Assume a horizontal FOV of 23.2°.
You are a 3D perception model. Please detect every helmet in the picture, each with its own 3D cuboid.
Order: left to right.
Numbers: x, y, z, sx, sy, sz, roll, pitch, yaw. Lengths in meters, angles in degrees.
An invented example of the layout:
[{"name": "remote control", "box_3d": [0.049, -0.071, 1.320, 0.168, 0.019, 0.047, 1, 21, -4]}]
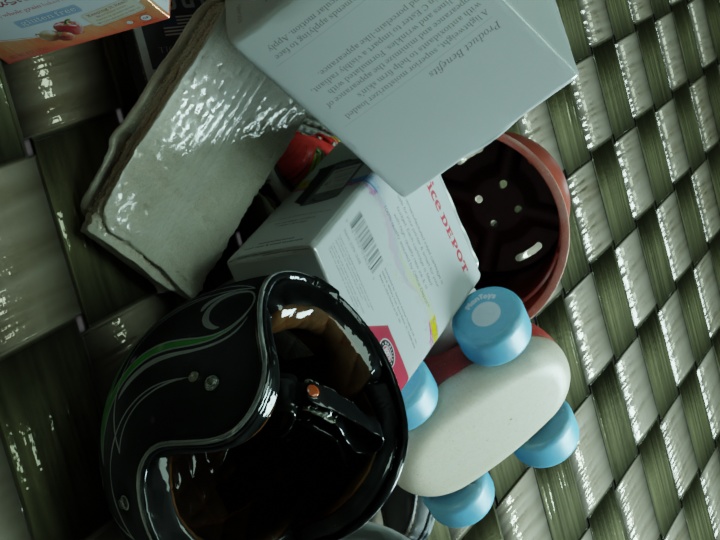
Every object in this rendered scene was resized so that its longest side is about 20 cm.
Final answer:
[{"name": "helmet", "box_3d": [-0.083, 0.112, 1.184, 0.200, 0.190, 0.201, 39, 30, -28]}]

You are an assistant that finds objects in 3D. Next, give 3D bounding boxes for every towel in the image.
[{"name": "towel", "box_3d": [-0.117, -0.086, 1.274, 0.201, 0.034, 0.132, -58, 140, -9]}]

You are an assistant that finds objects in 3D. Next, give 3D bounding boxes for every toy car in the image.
[{"name": "toy car", "box_3d": [0.063, 0.077, 1.493, 0.200, 0.176, 0.185, 51, -6, 45]}]

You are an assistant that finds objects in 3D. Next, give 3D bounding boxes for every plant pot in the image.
[{"name": "plant pot", "box_3d": [0.117, -0.052, 1.690, 0.195, 0.199, 0.202, -36, 112, -71]}]

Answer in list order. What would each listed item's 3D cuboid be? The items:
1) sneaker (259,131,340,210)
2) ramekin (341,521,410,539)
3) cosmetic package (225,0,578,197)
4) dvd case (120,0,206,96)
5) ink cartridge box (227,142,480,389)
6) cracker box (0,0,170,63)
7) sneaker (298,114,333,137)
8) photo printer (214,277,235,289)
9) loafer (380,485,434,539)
[{"name": "sneaker", "box_3d": [-0.048, -0.089, 1.432, 0.085, 0.077, 0.200, -43, 128, -9]}, {"name": "ramekin", "box_3d": [-0.015, 0.291, 1.252, 0.105, 0.199, 0.201, 65, 27, -45]}, {"name": "cosmetic package", "box_3d": [0.025, -0.198, 1.263, 0.200, 0.164, 0.166, 40, 27, -35]}, {"name": "dvd case", "box_3d": [-0.124, -0.235, 1.321, 0.149, 0.025, 0.201, -11, 80, -33]}, {"name": "ink cartridge box", "box_3d": [0.000, 0.000, 1.339, 0.200, 0.085, 0.148, -51, 124, -51]}, {"name": "cracker box", "box_3d": [-0.225, -0.205, 1.083, 0.200, 0.133, 0.058, 35, 50, -55]}, {"name": "sneaker", "box_3d": [-0.024, -0.091, 1.533, 0.105, 0.075, 0.201, -74, 144, -53]}, {"name": "photo printer", "box_3d": [-0.063, 0.078, 1.378, 0.200, 0.069, 0.168, -35, 111, -64]}, {"name": "loafer", "box_3d": [0.026, 0.145, 1.557, 0.072, 0.073, 0.201, 14, 62, -39]}]
